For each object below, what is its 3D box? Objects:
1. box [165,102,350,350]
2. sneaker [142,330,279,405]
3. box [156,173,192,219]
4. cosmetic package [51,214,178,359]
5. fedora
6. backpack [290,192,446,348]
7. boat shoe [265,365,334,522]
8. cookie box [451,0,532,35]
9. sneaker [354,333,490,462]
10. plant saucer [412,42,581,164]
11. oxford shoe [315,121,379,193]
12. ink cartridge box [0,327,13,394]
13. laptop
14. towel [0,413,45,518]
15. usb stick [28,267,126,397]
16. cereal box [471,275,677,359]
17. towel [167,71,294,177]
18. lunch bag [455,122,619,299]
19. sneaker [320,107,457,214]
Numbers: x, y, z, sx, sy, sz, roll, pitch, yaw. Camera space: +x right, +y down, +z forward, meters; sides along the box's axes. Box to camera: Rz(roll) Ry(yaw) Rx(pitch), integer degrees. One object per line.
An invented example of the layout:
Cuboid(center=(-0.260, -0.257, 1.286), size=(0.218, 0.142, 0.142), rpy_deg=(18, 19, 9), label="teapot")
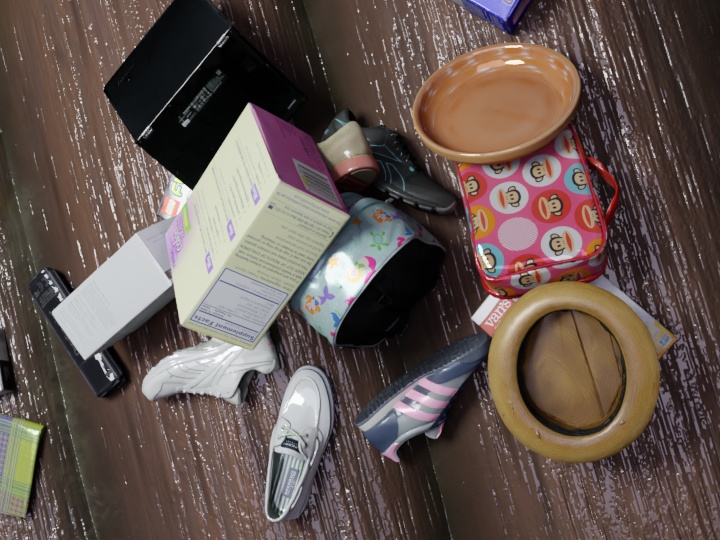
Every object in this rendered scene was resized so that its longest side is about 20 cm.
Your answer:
Cuboid(center=(-0.123, -0.050, 0.967), size=(0.201, 0.096, 0.177), rpy_deg=(-52, 35, 20), label="box")
Cuboid(center=(-0.196, 0.139, 1.130), size=(0.198, 0.078, 0.100), rpy_deg=(-27, 86, 14), label="sneaker")
Cuboid(center=(-0.181, -0.145, 1.118), size=(0.109, 0.035, 0.202), rpy_deg=(23, 96, 13), label="box")
Cuboid(center=(-0.289, 0.020, 1.105), size=(0.199, 0.113, 0.082), rpy_deg=(-38, 90, 28), label="cosmetic package")
Cuboid(center=(0.238, 0.110, 0.968), size=(0.198, 0.082, 0.204), rpy_deg=(2, 96, 16), label="fedora")
Cuboid(center=(0.000, 0.000, 1.014), size=(0.150, 0.200, 0.178), rpy_deg=(40, 99, 12), label="backpack")
Cuboid(center=(-0.079, 0.224, 1.099), size=(0.072, 0.067, 0.203), rpy_deg=(7, 91, 14), label="boat shoe")
Cuboid(center=(0.142, -0.416, 1.047), size=(0.199, 0.075, 0.172), rpy_deg=(34, 98, 13), label="cookie box")
Cuboid(center=(0.092, 0.158, 1.064), size=(0.199, 0.070, 0.082), rpy_deg=(-37, 97, 14), label="sneaker")
Cuboid(center=(0.160, -0.192, 1.013), size=(0.197, 0.038, 0.202), rpy_deg=(-11, 47, 12), label="plant saucer")
Cuboid(center=(-0.058, -0.112, 1.059), size=(0.199, 0.070, 0.076), rpy_deg=(-26, 69, 34), label="oxford shoe")
Cuboid(center=(-0.603, 0.154, 1.242), size=(0.197, 0.037, 0.096), rpy_deg=(-17, 77, 6), label="ink cartridge box")
Cuboid(center=(-0.203, -0.227, 1.101), size=(0.200, 0.116, 0.187), rpy_deg=(40, 101, -18), label="laptop")
Cuboid(center=(-0.556, 0.268, 1.250), size=(0.197, 0.023, 0.146), rpy_deg=(11, 91, 14), label="towel")
Cuboid(center=(-0.398, 0.087, 1.206), size=(0.055, 0.033, 0.201), rpy_deg=(-40, 80, 18), label="usb stick")
Cuboid(center=(0.251, 0.068, 1.028), size=(0.200, 0.039, 0.144), rpy_deg=(41, 99, 12), label="cereal box")
Cuboid(center=(-0.172, -0.152, 1.150), size=(0.188, 0.032, 0.203), rpy_deg=(-12, 86, 14), label="towel")
Cuboid(center=(0.208, -0.078, 0.991), size=(0.174, 0.082, 0.203), rpy_deg=(-13, 61, 13), label="lunch bag")
Cuboid(center=(0.036, -0.134, 1.072), size=(0.198, 0.075, 0.080), rpy_deg=(28, 94, 13), label="sneaker")
